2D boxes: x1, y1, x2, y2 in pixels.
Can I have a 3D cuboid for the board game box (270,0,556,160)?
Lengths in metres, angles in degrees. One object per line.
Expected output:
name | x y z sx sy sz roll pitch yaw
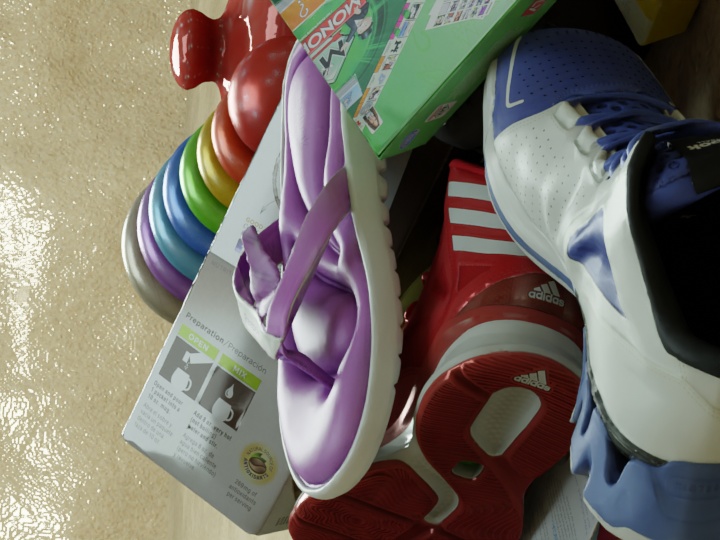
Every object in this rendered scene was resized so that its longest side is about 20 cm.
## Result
board game box | 0.029 -0.150 1.006 0.135 0.029 0.200 55 133 13

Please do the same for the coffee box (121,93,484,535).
coffee box | 0.000 0.000 1.210 0.114 0.080 0.200 -7 -53 -59

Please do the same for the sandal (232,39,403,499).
sandal | -0.024 -0.007 1.083 0.082 0.050 0.203 128 148 -48

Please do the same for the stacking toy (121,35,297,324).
stacking toy | -0.048 -0.046 1.307 0.200 0.085 0.085 122 151 -62

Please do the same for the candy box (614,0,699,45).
candy box | 0.105 -0.172 1.008 0.102 0.026 0.200 62 159 21

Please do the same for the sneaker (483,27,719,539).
sneaker | 0.102 -0.020 0.944 0.115 0.081 0.199 107 158 -45

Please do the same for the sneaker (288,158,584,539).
sneaker | 0.039 0.034 1.090 0.200 0.078 0.116 -44 28 54

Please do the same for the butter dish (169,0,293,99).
butter dish | -0.029 -0.115 1.590 0.199 0.148 0.200 146 127 -80

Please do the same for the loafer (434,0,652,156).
loafer | 0.075 -0.097 1.143 0.073 0.071 0.200 -44 18 38

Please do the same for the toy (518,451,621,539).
toy | 0.085 0.082 1.082 0.115 0.047 0.200 -92 14 -53
